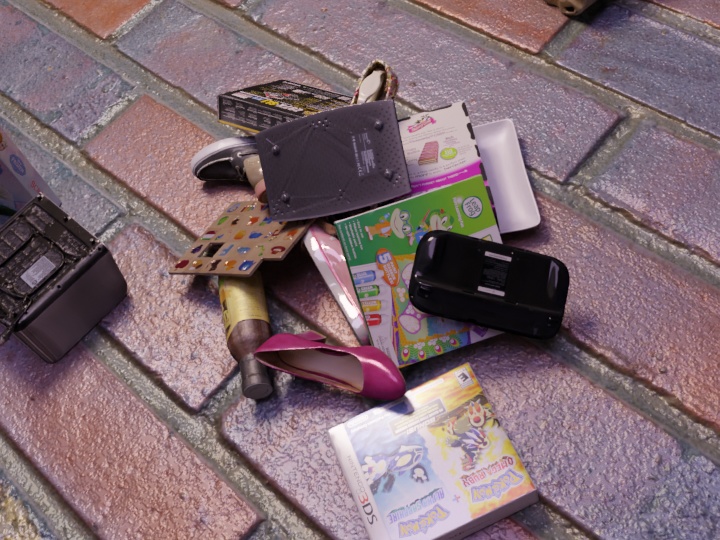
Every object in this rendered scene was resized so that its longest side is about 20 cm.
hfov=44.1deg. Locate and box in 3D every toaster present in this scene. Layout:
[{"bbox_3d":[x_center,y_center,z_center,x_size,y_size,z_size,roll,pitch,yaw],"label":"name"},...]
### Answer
[{"bbox_3d":[-0.462,0.015,1.282,0.180,0.119,0.200,32,69,30],"label":"toaster"}]

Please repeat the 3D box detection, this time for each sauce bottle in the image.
[{"bbox_3d":[-0.152,0.076,1.198,0.064,0.065,0.201,-17,53,3],"label":"sauce bottle"}]

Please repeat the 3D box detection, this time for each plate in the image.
[{"bbox_3d":[0.141,-0.115,1.272,0.197,0.032,0.202,-12,55,6],"label":"plate"}]

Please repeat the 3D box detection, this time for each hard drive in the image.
[{"bbox_3d":[-0.035,-0.145,1.192,0.198,0.042,0.136,-11,93,16],"label":"hard drive"}]

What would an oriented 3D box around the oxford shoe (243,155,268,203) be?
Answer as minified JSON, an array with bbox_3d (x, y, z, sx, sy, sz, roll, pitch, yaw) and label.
[{"bbox_3d":[-0.077,-0.165,1.303,0.199,0.071,0.074,-21,70,-31],"label":"oxford shoe"}]

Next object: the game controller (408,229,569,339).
[{"bbox_3d":[0.160,0.017,1.095,0.198,0.042,0.105,14,76,-6],"label":"game controller"}]

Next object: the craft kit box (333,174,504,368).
[{"bbox_3d":[0.088,0.004,1.124,0.196,0.049,0.202,-19,93,-6],"label":"craft kit box"}]

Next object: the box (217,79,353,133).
[{"bbox_3d":[-0.092,-0.239,1.348,0.198,0.050,0.159,20,30,28],"label":"box"}]

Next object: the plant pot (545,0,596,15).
[{"bbox_3d":[0.361,-0.514,1.401,0.183,0.201,0.200,-44,57,-3],"label":"plant pot"}]

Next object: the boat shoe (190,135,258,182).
[{"bbox_3d":[-0.164,-0.167,1.362,0.198,0.069,0.057,-13,55,3],"label":"boat shoe"}]

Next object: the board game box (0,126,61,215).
[{"bbox_3d":[-0.602,-0.159,1.384,0.197,0.201,0.041,6,60,19],"label":"board game box"}]

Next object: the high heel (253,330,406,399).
[{"bbox_3d":[-0.039,0.122,1.098,0.095,0.068,0.199,-15,31,-43],"label":"high heel"}]

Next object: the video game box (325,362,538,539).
[{"bbox_3d":[0.080,0.230,1.051,0.198,0.047,0.183,-25,57,-3],"label":"video game box"}]

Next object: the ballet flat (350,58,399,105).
[{"bbox_3d":[-0.001,-0.209,1.239,0.075,0.064,0.202,13,72,13],"label":"ballet flat"}]

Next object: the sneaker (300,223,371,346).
[{"bbox_3d":[0.000,0.000,1.203,0.104,0.075,0.201,-31,63,-2],"label":"sneaker"}]

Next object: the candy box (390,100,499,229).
[{"bbox_3d":[0.104,-0.129,1.233,0.135,0.061,0.202,-14,55,7],"label":"candy box"}]

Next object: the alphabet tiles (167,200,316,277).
[{"bbox_3d":[-0.157,-0.048,1.255,0.198,0.008,0.168,1,41,38],"label":"alphabet tiles"}]

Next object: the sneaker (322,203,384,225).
[{"bbox_3d":[-0.008,-0.079,1.256,0.090,0.067,0.201,-28,37,7],"label":"sneaker"}]
